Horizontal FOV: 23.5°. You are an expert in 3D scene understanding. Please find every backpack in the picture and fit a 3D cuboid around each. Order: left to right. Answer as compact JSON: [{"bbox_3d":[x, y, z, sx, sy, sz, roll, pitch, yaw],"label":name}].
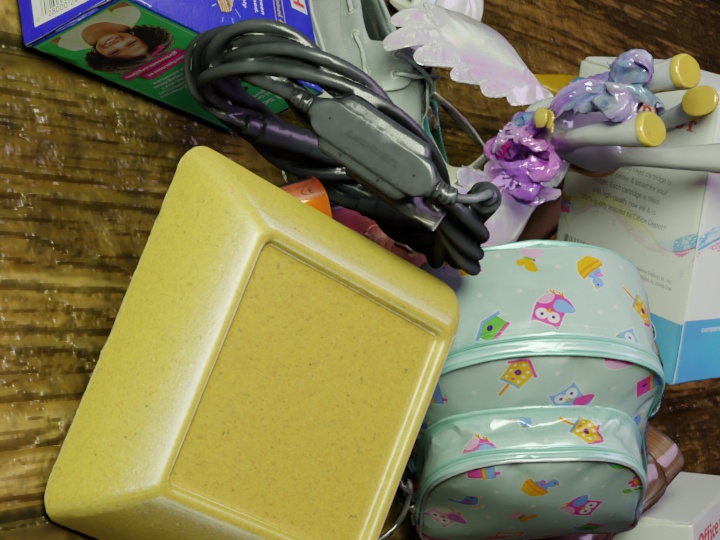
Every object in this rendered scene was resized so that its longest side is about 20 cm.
[{"bbox_3d":[0.100,0.076,1.060,0.200,0.175,0.154,87,1,-51],"label":"backpack"}]

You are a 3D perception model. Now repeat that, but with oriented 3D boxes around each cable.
[{"bbox_3d":[-0.010,-0.070,0.954,0.200,0.051,0.163,32,-8,10],"label":"cable"}]

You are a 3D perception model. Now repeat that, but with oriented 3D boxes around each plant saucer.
[{"bbox_3d":[-0.037,0.066,0.886,0.200,0.048,0.200,29,77,-36],"label":"plant saucer"}]

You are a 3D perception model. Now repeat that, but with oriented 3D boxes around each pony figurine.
[{"bbox_3d":[0.123,-0.085,1.095,0.193,0.200,0.167,10,78,-42],"label":"pony figurine"}]

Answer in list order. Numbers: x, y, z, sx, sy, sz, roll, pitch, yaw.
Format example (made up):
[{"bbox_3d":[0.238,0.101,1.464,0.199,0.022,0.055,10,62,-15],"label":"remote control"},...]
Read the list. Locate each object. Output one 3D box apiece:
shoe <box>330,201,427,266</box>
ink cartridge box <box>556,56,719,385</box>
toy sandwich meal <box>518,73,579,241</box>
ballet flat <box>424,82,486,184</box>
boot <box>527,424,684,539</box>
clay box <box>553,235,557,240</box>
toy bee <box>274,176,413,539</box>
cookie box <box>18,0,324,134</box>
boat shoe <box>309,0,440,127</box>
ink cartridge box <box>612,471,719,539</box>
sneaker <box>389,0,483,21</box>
[{"bbox_3d":[0.000,0.000,1.103,0.200,0.071,0.091,9,59,-64],"label":"shoe"},{"bbox_3d":[0.213,-0.040,1.206,0.085,0.144,0.200,-5,109,-32],"label":"ink cartridge box"},{"bbox_3d":[0.134,-0.085,1.327,0.070,0.205,0.205,43,22,17],"label":"toy sandwich meal"},{"bbox_3d":[0.064,-0.057,1.223,0.200,0.070,0.067,68,11,16],"label":"ballet flat"},{"bbox_3d":[0.092,0.150,1.172,0.200,0.186,0.064,-41,139,-31],"label":"boot"},{"bbox_3d":[0.174,0.034,1.331,0.115,0.048,0.200,38,44,5],"label":"clay box"},{"bbox_3d":[-0.037,0.042,0.992,0.131,0.109,0.200,5,99,-20],"label":"toy bee"},{"bbox_3d":[-0.115,-0.191,1.019,0.200,0.075,0.171,19,56,-56],"label":"cookie box"},{"bbox_3d":[0.012,-0.129,1.155,0.070,0.071,0.201,33,26,-46],"label":"boat shoe"},{"bbox_3d":[0.219,0.256,1.248,0.145,0.083,0.200,-17,106,-65],"label":"ink cartridge box"},{"bbox_3d":[0.050,-0.280,1.384,0.080,0.070,0.201,21,55,-52],"label":"sneaker"}]
